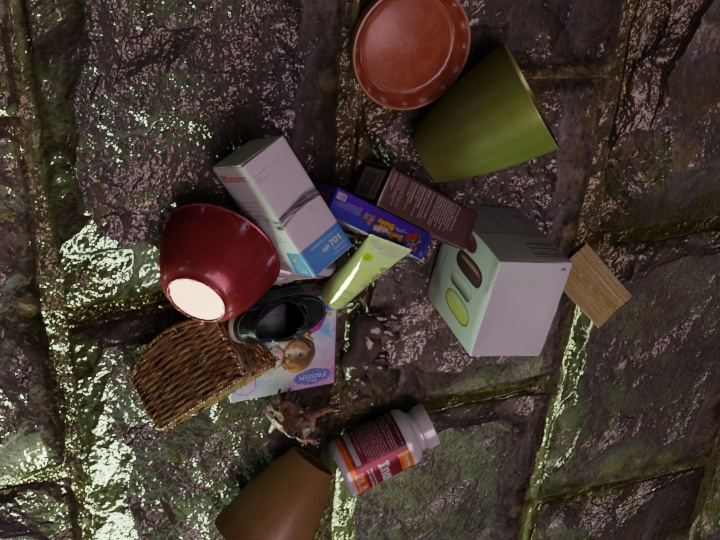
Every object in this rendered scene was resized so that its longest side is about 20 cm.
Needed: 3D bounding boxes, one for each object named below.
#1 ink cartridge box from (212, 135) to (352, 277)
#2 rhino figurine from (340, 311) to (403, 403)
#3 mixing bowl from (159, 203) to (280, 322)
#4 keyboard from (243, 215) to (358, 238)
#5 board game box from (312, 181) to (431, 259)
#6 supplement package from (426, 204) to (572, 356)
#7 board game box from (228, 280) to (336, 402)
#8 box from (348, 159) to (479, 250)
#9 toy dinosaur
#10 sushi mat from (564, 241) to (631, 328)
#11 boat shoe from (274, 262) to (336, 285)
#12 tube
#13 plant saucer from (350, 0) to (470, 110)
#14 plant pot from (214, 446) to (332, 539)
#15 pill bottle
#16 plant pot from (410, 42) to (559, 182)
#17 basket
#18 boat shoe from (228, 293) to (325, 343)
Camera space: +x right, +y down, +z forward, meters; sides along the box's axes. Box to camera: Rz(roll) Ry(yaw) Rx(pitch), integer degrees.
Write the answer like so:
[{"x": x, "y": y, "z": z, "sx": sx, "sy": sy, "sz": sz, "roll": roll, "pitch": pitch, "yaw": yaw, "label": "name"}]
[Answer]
[{"x": -0.120, "y": -0.097, "z": 1.510, "sx": 0.086, "sy": 0.146, "sz": 0.201, "roll": -38, "pitch": 109, "yaw": -18, "label": "ink cartridge box"}, {"x": 0.011, "y": 0.160, "z": 1.823, "sx": 0.086, "sy": 0.060, "sz": 0.202, "roll": 13, "pitch": 117, "yaw": -8, "label": "rhino figurine"}, {"x": -0.232, "y": 0.007, "z": 1.531, "sx": 0.197, "sy": 0.109, "sz": 0.202, "roll": 12, "pitch": 139, "yaw": 10, "label": "mixing bowl"}, {"x": -0.101, "y": -0.070, "z": 1.636, "sx": 0.198, "sy": 0.056, "sz": 0.011, "roll": 8, "pitch": 93, "yaw": -27, "label": "keyboard"}, {"x": 0.000, "y": -0.084, "z": 1.615, "sx": 0.199, "sy": 0.134, "sz": 0.045, "roll": 24, "pitch": 88, "yaw": -33, "label": "board game box"}, {"x": 0.236, "y": 0.016, "z": 1.742, "sx": 0.145, "sy": 0.200, "sz": 0.193, "roll": 1, "pitch": 120, "yaw": -24, "label": "supplement package"}, {"x": -0.141, "y": 0.126, "z": 1.749, "sx": 0.197, "sy": 0.041, "sz": 0.202, "roll": -9, "pitch": 123, "yaw": -18, "label": "board game box"}, {"x": 0.090, "y": -0.108, "z": 1.654, "sx": 0.199, "sy": 0.100, "sz": 0.076, "roll": 26, "pitch": 89, "yaw": -34, "label": "box"}, {"x": -0.131, "y": 0.260, "z": 1.784, "sx": 0.135, "sy": 0.199, "sz": 0.087, "roll": 22, "pitch": 74, "yaw": -33, "label": "toy dinosaur"}, {"x": 0.456, "y": 0.030, "z": 1.961, "sx": 0.096, "sy": 0.012, "sz": 0.200, "roll": -43, "pitch": 126, "yaw": 9, "label": "sushi mat"}, {"x": -0.140, "y": -0.007, "z": 1.649, "sx": 0.198, "sy": 0.072, "sz": 0.066, "roll": 7, "pitch": 122, "yaw": -25, "label": "boat shoe"}, {"x": 0.000, "y": 0.000, "z": 1.628, "sx": 0.058, "sy": 0.052, "sz": 0.200, "roll": -25, "pitch": 168, "yaw": -41, "label": "tube"}, {"x": 0.076, "y": -0.350, "z": 1.549, "sx": 0.198, "sy": 0.032, "sz": 0.202, "roll": -11, "pitch": 125, "yaw": -16, "label": "plant saucer"}, {"x": -0.144, "y": 0.443, "z": 1.878, "sx": 0.186, "sy": 0.186, "sz": 0.201, "roll": 35, "pitch": 90, "yaw": -35, "label": "plant pot"}, {"x": 0.047, "y": 0.340, "z": 1.920, "sx": 0.198, "sy": 0.113, "sz": 0.114, "roll": -26, "pitch": 127, "yaw": -5, "label": "pill bottle"}, {"x": 0.188, "y": -0.231, "z": 1.598, "sx": 0.198, "sy": 0.188, "sz": 0.187, "roll": -28, "pitch": 129, "yaw": 16, "label": "plant pot"}, {"x": -0.270, "y": 0.154, "z": 1.668, "sx": 0.199, "sy": 0.149, "sz": 0.144, "roll": -33, "pitch": 84, "yaw": 17, "label": "basket"}, {"x": -0.119, "y": 0.079, "z": 1.624, "sx": 0.198, "sy": 0.066, "sz": 0.076, "roll": -4, "pitch": 94, "yaw": -45, "label": "boat shoe"}]
